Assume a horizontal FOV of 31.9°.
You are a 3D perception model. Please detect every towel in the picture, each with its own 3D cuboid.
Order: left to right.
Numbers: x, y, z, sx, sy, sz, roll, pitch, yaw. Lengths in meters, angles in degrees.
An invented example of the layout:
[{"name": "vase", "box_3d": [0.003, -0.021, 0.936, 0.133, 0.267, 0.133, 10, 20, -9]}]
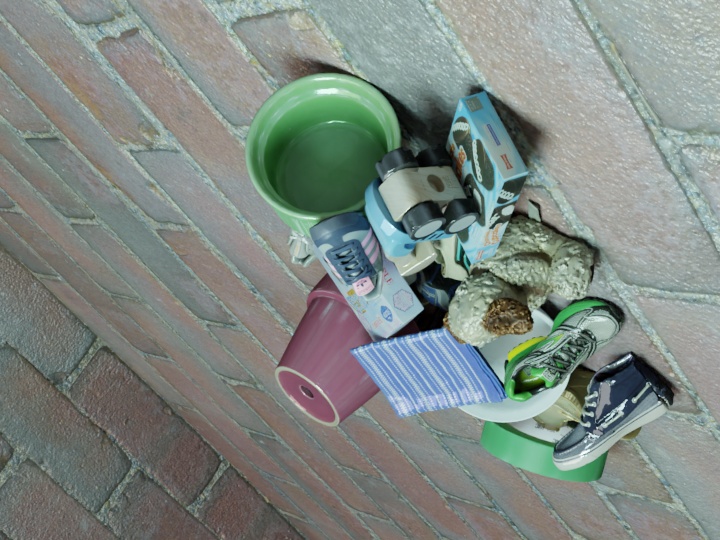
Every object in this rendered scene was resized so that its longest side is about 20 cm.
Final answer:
[{"name": "towel", "box_3d": [0.097, 0.146, 1.782, 0.198, 0.024, 0.145, -14, 124, 37]}]

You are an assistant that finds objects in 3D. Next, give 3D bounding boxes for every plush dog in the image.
[{"name": "plush dog", "box_3d": [0.179, 0.020, 1.613, 0.160, 0.173, 0.200, 40, 159, -11]}]

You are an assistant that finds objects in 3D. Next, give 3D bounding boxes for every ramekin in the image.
[{"name": "ramekin", "box_3d": [-0.041, -0.139, 1.601, 0.198, 0.201, 0.098, 29, 165, 17]}]

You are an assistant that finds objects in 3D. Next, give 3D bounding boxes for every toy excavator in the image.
[{"name": "toy excavator", "box_3d": [0.058, -0.057, 1.541, 0.200, 0.193, 0.101, -41, 67, 39]}]

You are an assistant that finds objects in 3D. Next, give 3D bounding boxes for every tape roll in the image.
[{"name": "tape roll", "box_3d": [0.290, 0.273, 1.989, 0.197, 0.049, 0.201, 13, -171, -2]}]

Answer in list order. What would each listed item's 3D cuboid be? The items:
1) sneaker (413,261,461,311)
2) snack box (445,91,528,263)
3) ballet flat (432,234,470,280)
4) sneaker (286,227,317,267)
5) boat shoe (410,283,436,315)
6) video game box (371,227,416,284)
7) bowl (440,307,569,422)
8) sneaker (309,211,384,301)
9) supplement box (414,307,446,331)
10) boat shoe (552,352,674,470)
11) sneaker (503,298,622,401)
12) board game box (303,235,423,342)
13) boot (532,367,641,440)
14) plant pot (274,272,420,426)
[{"name": "sneaker", "box_3d": [0.099, 0.000, 1.824, 0.076, 0.076, 0.201, 11, 146, 39]}, {"name": "snack box", "box_3d": [0.140, -0.107, 1.504, 0.201, 0.037, 0.117, 102, 146, -62]}, {"name": "ballet flat", "box_3d": [0.120, -0.038, 1.696, 0.069, 0.070, 0.200, 27, 164, 20]}, {"name": "sneaker", "box_3d": [-0.075, -0.068, 1.929, 0.075, 0.092, 0.201, 28, 157, 16]}, {"name": "boat shoe", "box_3d": [0.034, 0.022, 1.984, 0.198, 0.073, 0.072, 17, 152, 27]}, {"name": "video game box", "box_3d": [0.006, -0.089, 1.736, 0.201, 0.046, 0.183, 51, 161, 23]}, {"name": "bowl", "box_3d": [0.205, 0.110, 1.820, 0.198, 0.091, 0.204, 4, 118, 8]}, {"name": "sneaker", "box_3d": [-0.006, -0.015, 1.547, 0.200, 0.069, 0.083, 32, -142, -71]}, {"name": "supplement box", "box_3d": [0.091, 0.107, 2.043, 0.199, 0.086, 0.111, 10, 147, 48]}, {"name": "boat shoe", "box_3d": [0.334, 0.195, 1.773, 0.093, 0.199, 0.075, 48, -162, -16]}, {"name": "sneaker", "box_3d": [0.275, 0.116, 1.705, 0.078, 0.086, 0.200, 40, 120, -13]}, {"name": "board game box", "box_3d": [0.000, 0.000, 1.770, 0.201, 0.041, 0.200, 56, 166, 4]}, {"name": "boot", "box_3d": [0.329, 0.209, 1.914, 0.198, 0.073, 0.156, 28, 159, 15]}, {"name": "plant pot", "box_3d": [-0.030, 0.130, 1.934, 0.199, 0.179, 0.201, 32, 154, 18]}]
